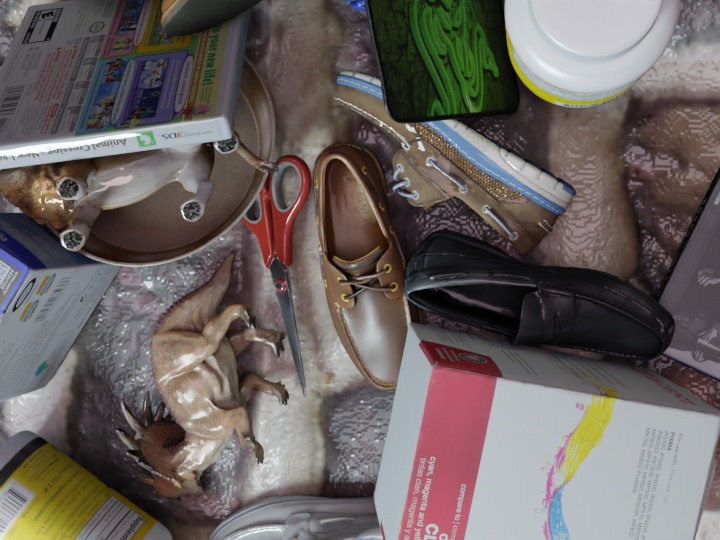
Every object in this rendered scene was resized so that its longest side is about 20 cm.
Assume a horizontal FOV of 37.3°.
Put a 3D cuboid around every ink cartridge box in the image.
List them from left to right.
[{"bbox_3d":[-0.275,0.030,0.796,0.076,0.200,0.136,34,98,5],"label":"ink cartridge box"},{"bbox_3d":[0.124,0.134,0.753,0.200,0.145,0.145,10,96,-5],"label":"ink cartridge box"}]

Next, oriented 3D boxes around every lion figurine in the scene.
[{"bbox_3d":[-0.165,-0.072,0.772,0.200,0.122,0.073,-9,113,-10],"label":"lion figurine"}]

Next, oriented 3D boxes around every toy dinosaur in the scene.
[{"bbox_3d":[-0.134,0.088,0.843,0.135,0.086,0.200,-6,88,16],"label":"toy dinosaur"}]

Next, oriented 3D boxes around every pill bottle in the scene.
[{"bbox_3d":[-0.220,0.227,0.846,0.200,0.111,0.111,36,98,1],"label":"pill bottle"},{"bbox_3d":[0.152,-0.170,0.719,0.109,0.200,0.109,1,94,8],"label":"pill bottle"}]

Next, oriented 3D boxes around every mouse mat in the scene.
[{"bbox_3d":[0.054,-0.207,0.764,0.008,0.161,0.200,-7,94,43],"label":"mouse mat"}]

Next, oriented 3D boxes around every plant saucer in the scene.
[{"bbox_3d":[-0.161,-0.096,0.832,0.200,0.034,0.200,-2,76,8],"label":"plant saucer"}]

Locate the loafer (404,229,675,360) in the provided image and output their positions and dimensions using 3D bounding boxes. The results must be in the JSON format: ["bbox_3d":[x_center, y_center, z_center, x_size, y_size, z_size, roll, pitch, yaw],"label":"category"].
[{"bbox_3d":[0.129,0.030,0.787,0.200,0.070,0.068,18,135,9],"label":"loafer"}]

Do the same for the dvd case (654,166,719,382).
[{"bbox_3d":[0.330,0.029,0.795,0.200,0.025,0.150,25,97,6],"label":"dvd case"}]

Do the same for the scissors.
[{"bbox_3d":[-0.069,-0.001,0.852,0.073,0.014,0.200,7,104,32],"label":"scissors"}]

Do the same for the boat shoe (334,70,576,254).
[{"bbox_3d":[0.059,-0.081,0.804,0.200,0.072,0.072,31,99,5],"label":"boat shoe"}]

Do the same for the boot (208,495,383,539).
[{"bbox_3d":[-0.034,0.216,0.826,0.200,0.096,0.074,-12,92,9],"label":"boot"}]

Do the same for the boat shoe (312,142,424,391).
[{"bbox_3d":[0.000,0.000,0.820,0.072,0.068,0.200,-13,92,9],"label":"boat shoe"}]

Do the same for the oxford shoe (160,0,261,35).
[{"bbox_3d":[-0.074,-0.235,0.719,0.200,0.071,0.071,-38,78,31],"label":"oxford shoe"}]

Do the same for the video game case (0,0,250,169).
[{"bbox_3d":[-0.175,-0.149,0.779,0.182,0.200,0.022,-7,132,5],"label":"video game case"}]

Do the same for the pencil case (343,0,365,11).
[{"bbox_3d":[-0.008,-0.288,0.777,0.087,0.078,0.200,-25,103,-10],"label":"pencil case"}]
